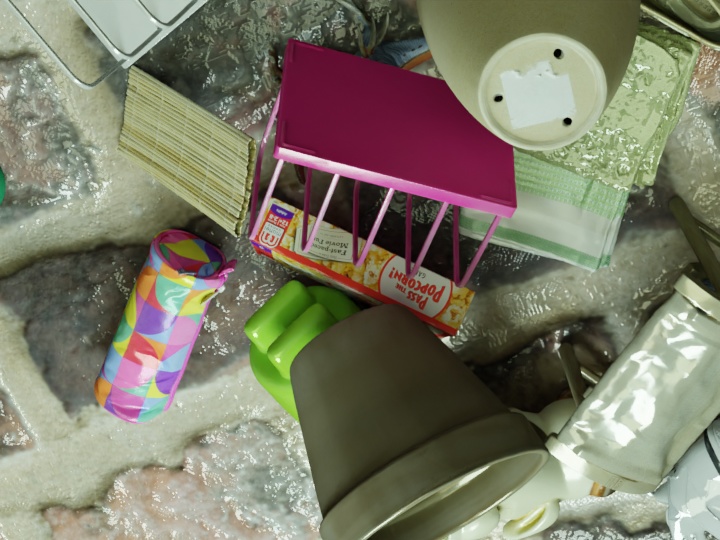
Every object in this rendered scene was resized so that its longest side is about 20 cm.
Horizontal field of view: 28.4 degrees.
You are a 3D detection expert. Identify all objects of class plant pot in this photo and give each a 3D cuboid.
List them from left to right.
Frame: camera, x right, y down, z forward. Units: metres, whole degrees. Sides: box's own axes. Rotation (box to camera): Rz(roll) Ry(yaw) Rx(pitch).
[{"bbox_3d":[0.031,0.130,1.190,0.200,0.200,0.174,-38,67,23],"label":"plant pot"},{"bbox_3d":[0.134,-0.178,1.096,0.187,0.200,0.188,1,123,2],"label":"plant pot"}]

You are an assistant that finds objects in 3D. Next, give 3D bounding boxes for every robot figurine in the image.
[{"bbox_3d":[-0.029,0.093,1.352,0.116,0.175,0.200,-45,137,-6],"label":"robot figurine"}]

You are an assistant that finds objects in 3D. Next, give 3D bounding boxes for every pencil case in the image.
[{"bbox_3d":[-0.197,0.057,1.412,0.088,0.088,0.200,27,117,-1],"label":"pencil case"}]

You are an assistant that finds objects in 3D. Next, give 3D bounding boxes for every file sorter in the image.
[{"bbox_3d":[-0.197,-0.275,1.244,0.200,0.125,0.139,-35,103,22],"label":"file sorter"},{"bbox_3d":[0.014,-0.082,1.203,0.199,0.139,0.126,14,134,-11],"label":"file sorter"}]

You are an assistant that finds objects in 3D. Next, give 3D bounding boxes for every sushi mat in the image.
[{"bbox_3d":[-0.162,-0.112,1.303,0.200,0.012,0.096,33,121,41],"label":"sushi mat"}]

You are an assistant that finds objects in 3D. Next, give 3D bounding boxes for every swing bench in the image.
[{"bbox_3d":[0.274,0.076,1.261,0.130,0.200,0.199,33,115,-4],"label":"swing bench"}]

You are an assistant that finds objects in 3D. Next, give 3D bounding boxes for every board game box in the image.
[{"bbox_3d":[0.000,0.000,1.309,0.199,0.152,0.046,25,86,0],"label":"board game box"}]

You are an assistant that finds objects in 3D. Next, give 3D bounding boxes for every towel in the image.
[{"bbox_3d":[0.179,-0.105,1.295,0.149,0.031,0.201,15,115,4],"label":"towel"},{"bbox_3d":[0.182,-0.162,1.242,0.199,0.036,0.149,20,114,5],"label":"towel"}]

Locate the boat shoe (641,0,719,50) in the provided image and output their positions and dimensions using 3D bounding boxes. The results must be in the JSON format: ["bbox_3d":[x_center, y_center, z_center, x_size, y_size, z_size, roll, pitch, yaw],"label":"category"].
[{"bbox_3d":[0.234,-0.254,1.187,0.200,0.063,0.073,33,126,-14],"label":"boat shoe"}]

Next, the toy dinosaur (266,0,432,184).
[{"bbox_3d":[0.007,-0.189,1.289,0.181,0.105,0.200,-9,145,5],"label":"toy dinosaur"}]

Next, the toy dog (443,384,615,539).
[{"bbox_3d":[0.154,0.172,1.357,0.199,0.140,0.194,-8,138,-20],"label":"toy dog"}]

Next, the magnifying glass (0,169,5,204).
[{"bbox_3d":[-0.445,-0.060,1.443,0.200,0.022,0.080,-27,106,21],"label":"magnifying glass"}]

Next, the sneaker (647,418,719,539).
[{"bbox_3d":[0.373,0.246,1.388,0.115,0.075,0.200,-40,96,24],"label":"sneaker"}]
